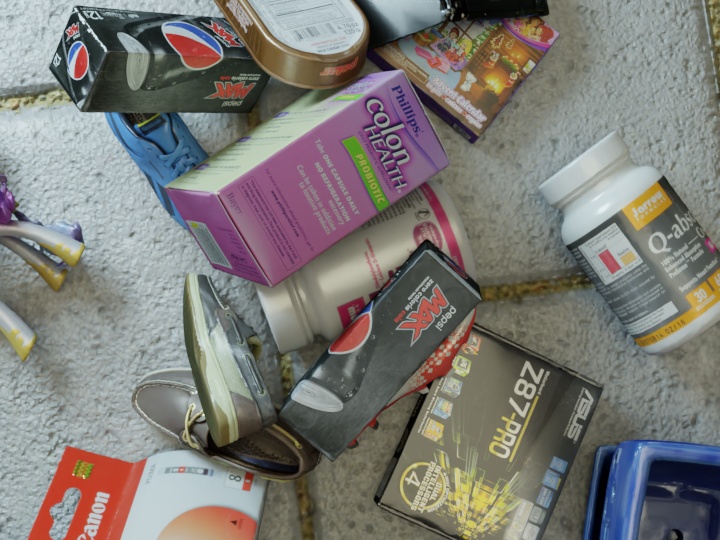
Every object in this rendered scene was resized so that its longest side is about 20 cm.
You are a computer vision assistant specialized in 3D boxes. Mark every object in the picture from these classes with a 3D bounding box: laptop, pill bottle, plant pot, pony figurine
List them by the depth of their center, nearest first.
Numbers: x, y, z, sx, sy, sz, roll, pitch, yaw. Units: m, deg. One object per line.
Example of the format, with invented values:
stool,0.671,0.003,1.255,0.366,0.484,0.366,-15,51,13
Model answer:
plant pot,0.309,0.261,1.025,0.198,0.180,0.202,8,84,-4
pony figurine,-0.363,-0.038,1.025,0.199,0.167,0.194,29,91,-17
pill bottle,0.000,0.000,1.055,0.199,0.113,0.114,-22,87,-5
pill bottle,0.268,-0.028,1.077,0.116,0.116,0.201,-36,89,-6
laptop,0.064,-0.315,1.098,0.199,0.103,0.179,-11,85,-31

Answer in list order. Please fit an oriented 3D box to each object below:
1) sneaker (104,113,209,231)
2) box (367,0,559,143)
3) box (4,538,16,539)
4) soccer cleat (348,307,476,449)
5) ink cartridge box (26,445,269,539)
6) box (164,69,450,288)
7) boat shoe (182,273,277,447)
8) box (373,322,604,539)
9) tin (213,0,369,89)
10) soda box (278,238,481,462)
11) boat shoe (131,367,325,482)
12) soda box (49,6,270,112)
sneaker,-0.182,-0.106,1.068,0.066,0.078,0.200,-38,90,-8
box,0.081,-0.245,1.117,0.200,0.039,0.137,39,83,0
box,-0.259,0.348,1.010,0.199,0.106,0.153,13,85,-4
soccer cleat,0.023,0.086,1.045,0.200,0.069,0.085,-41,115,15
ink cartridge box,-0.191,0.224,1.006,0.199,0.163,0.050,16,126,-5
box,-0.053,-0.086,1.002,0.200,0.176,0.097,-36,108,-17
boat shoe,-0.123,0.078,1.024,0.066,0.201,0.072,-5,131,-16
box,0.125,0.170,1.083,0.160,0.049,0.201,26,82,-3
tin,-0.067,-0.248,1.031,0.111,0.042,0.200,-16,56,-30
soda box,0.017,0.070,0.982,0.071,0.063,0.200,40,100,-4
boat shoe,-0.130,0.145,1.040,0.199,0.060,0.072,19,103,12
soda box,-0.175,-0.189,1.011,0.063,0.199,0.071,52,126,24
